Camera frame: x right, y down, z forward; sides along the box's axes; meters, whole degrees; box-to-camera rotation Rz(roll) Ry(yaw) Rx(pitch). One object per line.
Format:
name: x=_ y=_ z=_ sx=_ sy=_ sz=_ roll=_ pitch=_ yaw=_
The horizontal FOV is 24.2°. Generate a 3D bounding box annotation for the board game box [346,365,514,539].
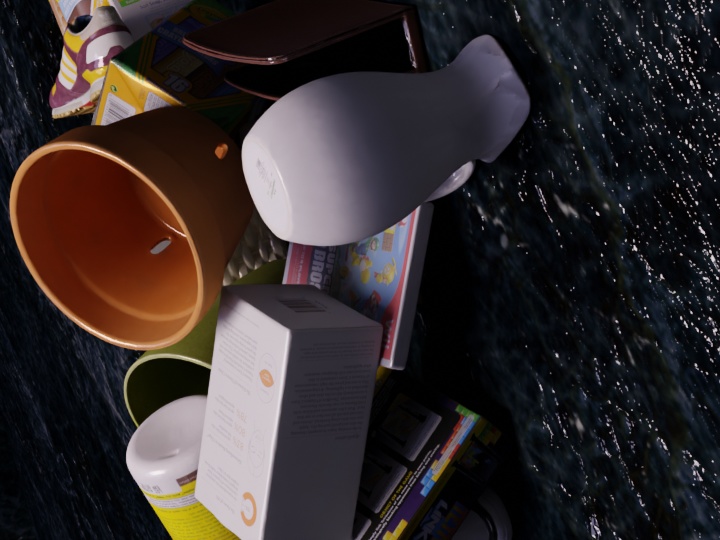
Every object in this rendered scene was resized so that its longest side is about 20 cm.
board game box: x=0.023 y=0.198 z=1.507 sx=0.057 sy=0.201 sz=0.165 roll=39 pitch=173 yaw=-33

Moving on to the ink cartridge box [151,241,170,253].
ink cartridge box: x=-0.253 y=-0.053 z=1.739 sx=0.200 sy=0.083 sz=0.146 roll=14 pitch=105 yaw=56

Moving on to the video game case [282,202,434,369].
video game case: x=-0.009 y=0.000 z=1.487 sx=0.200 sy=0.017 sz=0.144 roll=14 pitch=94 yaw=56

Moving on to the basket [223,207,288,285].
basket: x=-0.151 y=0.008 z=1.821 sx=0.123 sy=0.135 sz=0.201 roll=6 pitch=115 yaw=63

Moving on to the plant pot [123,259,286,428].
plant pot: x=-0.105 y=0.086 z=1.676 sx=0.186 sy=0.200 sz=0.188 roll=19 pitch=138 yaw=18

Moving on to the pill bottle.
pill bottle: x=-0.132 y=0.223 z=1.587 sx=0.109 sy=0.109 sz=0.201 roll=31 pitch=153 yaw=56

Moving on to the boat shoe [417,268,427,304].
boat shoe: x=0.000 y=0.000 z=1.556 sx=0.200 sy=0.070 sz=0.071 roll=-6 pitch=88 yaw=58

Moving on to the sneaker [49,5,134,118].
sneaker: x=-0.276 y=-0.214 z=1.732 sx=0.200 sy=0.075 sz=0.091 roll=-13 pitch=90 yaw=61

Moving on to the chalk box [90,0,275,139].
chalk box: x=-0.145 y=-0.166 z=1.593 sx=0.124 sy=0.200 sz=0.125 roll=35 pitch=134 yaw=10

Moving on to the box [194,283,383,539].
box: x=-0.064 y=0.125 z=1.454 sx=0.124 sy=0.097 sz=0.202 roll=29 pitch=115 yaw=53

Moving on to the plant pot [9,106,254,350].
plant pot: x=-0.183 y=-0.051 z=1.462 sx=0.199 sy=0.140 sz=0.201 roll=17 pitch=127 yaw=24

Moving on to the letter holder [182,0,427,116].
letter holder: x=-0.051 y=-0.163 z=1.420 sx=0.200 sy=0.141 sz=0.101 roll=24 pitch=132 yaw=60

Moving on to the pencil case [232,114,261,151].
pencil case: x=-0.041 y=-0.089 z=1.471 sx=0.200 sy=0.089 sz=0.078 roll=21 pitch=144 yaw=57

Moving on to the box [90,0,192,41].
box: x=-0.198 y=-0.222 z=1.761 sx=0.201 sy=0.101 sz=0.113 roll=61 pitch=156 yaw=18

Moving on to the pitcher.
pitcher: x=0.014 y=-0.082 z=1.271 sx=0.122 sy=0.199 sz=0.172 roll=58 pitch=157 yaw=24

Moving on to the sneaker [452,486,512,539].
sneaker: x=0.055 y=0.248 z=1.586 sx=0.076 sy=0.114 sz=0.200 roll=69 pitch=158 yaw=-1

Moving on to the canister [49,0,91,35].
canister: x=-0.290 y=-0.259 z=1.964 sx=0.201 sy=0.086 sz=0.149 roll=67 pitch=158 yaw=8
